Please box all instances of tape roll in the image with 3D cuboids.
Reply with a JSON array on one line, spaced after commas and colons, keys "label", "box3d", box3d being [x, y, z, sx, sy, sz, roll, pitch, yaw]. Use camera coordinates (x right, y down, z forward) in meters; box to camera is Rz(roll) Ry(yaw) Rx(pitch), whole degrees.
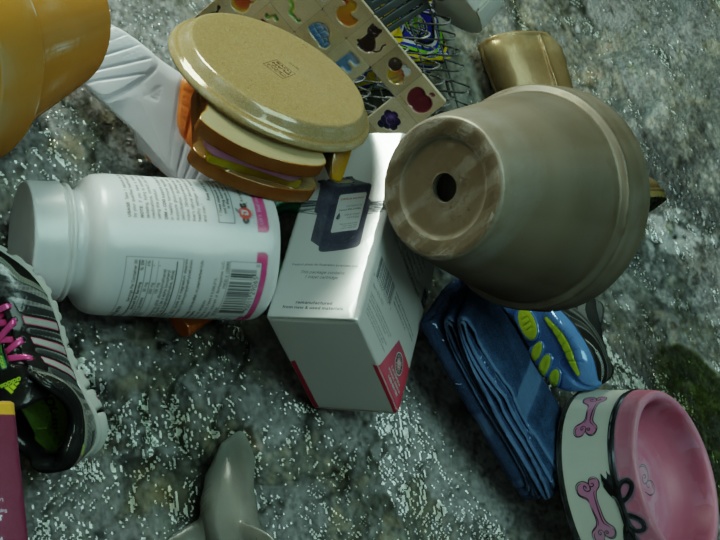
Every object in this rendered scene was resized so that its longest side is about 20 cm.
[{"label": "tape roll", "box3d": [0.051, -0.306, 1.609, 0.203, 0.203, 0.037, 40, 87, -13]}]

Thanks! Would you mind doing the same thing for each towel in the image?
[{"label": "towel", "box3d": [0.132, 0.102, 1.525, 0.200, 0.048, 0.112, 59, 28, -14]}]

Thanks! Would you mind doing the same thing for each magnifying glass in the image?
[{"label": "magnifying glass", "box3d": [-0.091, 0.001, 1.468, 0.200, 0.022, 0.080, -36, 92, -40]}]

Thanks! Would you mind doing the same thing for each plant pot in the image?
[{"label": "plant pot", "box3d": [0.113, -0.064, 1.403, 0.173, 0.200, 0.200, 2, 67, -53]}, {"label": "plant pot", "box3d": [-0.298, -0.186, 1.311, 0.200, 0.200, 0.183, 58, 35, 1]}]

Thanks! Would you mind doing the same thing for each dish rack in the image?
[{"label": "dish rack", "box3d": [0.040, -0.173, 1.551, 0.153, 0.055, 0.200, -37, 124, -27]}]

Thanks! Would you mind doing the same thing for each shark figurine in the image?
[{"label": "shark figurine", "box3d": [-0.068, 0.239, 1.332, 0.128, 0.089, 0.215, -34, 89, -39]}]

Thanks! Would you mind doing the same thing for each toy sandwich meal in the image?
[{"label": "toy sandwich meal", "box3d": [-0.081, -0.137, 1.402, 0.205, 0.070, 0.205, 23, 29, -14]}]

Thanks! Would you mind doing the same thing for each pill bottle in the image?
[{"label": "pill bottle", "box3d": [-0.175, -0.019, 1.349, 0.200, 0.113, 0.114, 3, 67, -24]}]

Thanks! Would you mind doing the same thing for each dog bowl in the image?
[{"label": "dog bowl", "box3d": [0.263, 0.199, 1.552, 0.200, 0.074, 0.201, 31, 50, -46]}]

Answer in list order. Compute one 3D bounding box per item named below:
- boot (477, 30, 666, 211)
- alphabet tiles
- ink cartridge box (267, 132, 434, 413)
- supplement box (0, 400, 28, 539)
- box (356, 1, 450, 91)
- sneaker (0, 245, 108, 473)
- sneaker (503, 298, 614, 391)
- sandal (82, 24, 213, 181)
[{"label": "boot", "box3d": [0.222, -0.150, 1.735, 0.175, 0.066, 0.200, -3, 69, -37]}, {"label": "alphabet tiles", "box3d": [-0.049, -0.177, 1.492, 0.200, 0.167, 0.008, 50, 21, -9]}, {"label": "ink cartridge box", "box3d": [0.000, 0.000, 1.449, 0.145, 0.084, 0.200, 67, 31, -50]}, {"label": "supplement box", "box3d": [-0.291, 0.201, 1.172, 0.086, 0.110, 0.200, 3, 68, -35]}, {"label": "box", "box3d": [-0.016, -0.209, 1.588, 0.200, 0.070, 0.064, -10, 76, -38]}, {"label": "sneaker", "box3d": [-0.256, 0.068, 1.248, 0.087, 0.074, 0.200, -83, 147, -73]}, {"label": "sneaker", "box3d": [0.184, 0.031, 1.613, 0.083, 0.071, 0.200, 12, 48, -48]}, {"label": "sandal", "box3d": [-0.169, -0.135, 1.447, 0.207, 0.059, 0.079, 43, 77, -2]}]
